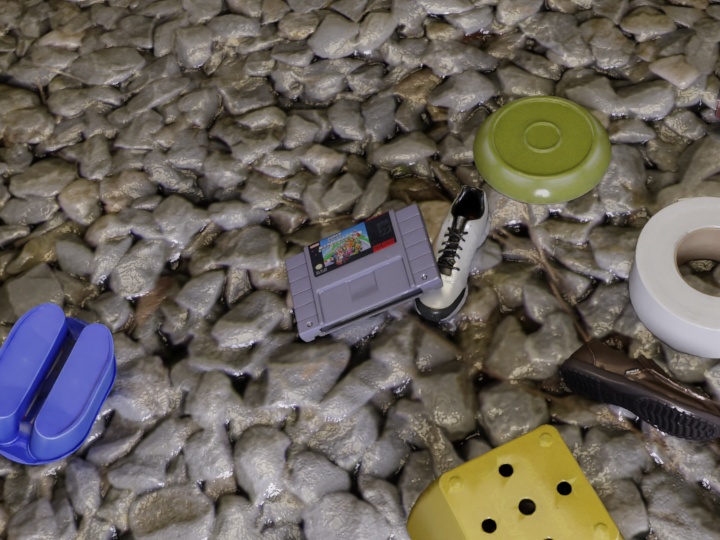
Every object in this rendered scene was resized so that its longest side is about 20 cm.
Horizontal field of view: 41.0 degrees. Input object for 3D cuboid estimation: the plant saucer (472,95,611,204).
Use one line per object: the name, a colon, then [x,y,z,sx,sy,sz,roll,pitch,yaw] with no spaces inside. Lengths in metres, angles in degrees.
plant saucer: [0.261,-0.184,1.386,0.198,0.031,0.202,-4,57,5]

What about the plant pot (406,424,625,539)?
plant pot: [0.171,0.276,1.003,0.198,0.177,0.201,-23,57,-9]

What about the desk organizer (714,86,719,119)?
desk organizer: [0.558,-0.283,1.386,0.071,0.077,0.201,15,60,16]

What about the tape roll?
tape roll: [0.442,0.006,1.212,0.200,0.071,0.204,-4,56,5]

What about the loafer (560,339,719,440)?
loafer: [0.339,0.132,1.139,0.199,0.073,0.071,24,63,21]

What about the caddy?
caddy: [-0.390,0.141,1.209,0.140,0.105,0.201,24,59,-5]

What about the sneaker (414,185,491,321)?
sneaker: [0.119,-0.027,1.271,0.073,0.080,0.201,15,61,14]

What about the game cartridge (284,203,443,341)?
game cartridge: [0.000,0.000,1.264,0.198,0.038,0.131,-23,59,12]
